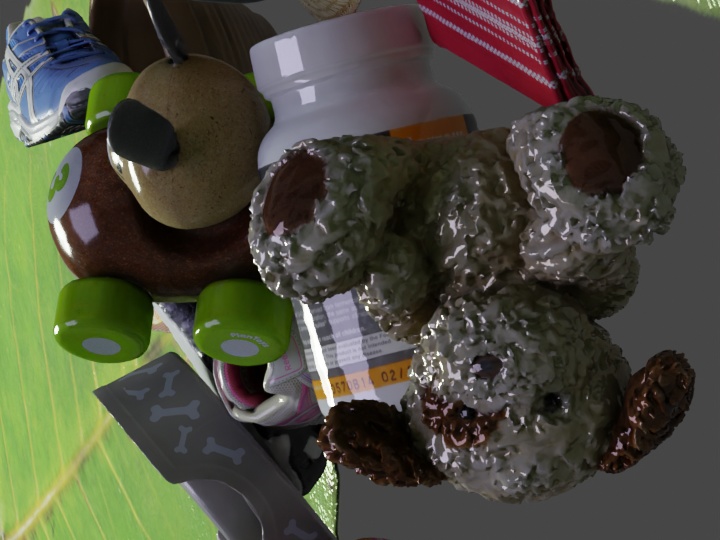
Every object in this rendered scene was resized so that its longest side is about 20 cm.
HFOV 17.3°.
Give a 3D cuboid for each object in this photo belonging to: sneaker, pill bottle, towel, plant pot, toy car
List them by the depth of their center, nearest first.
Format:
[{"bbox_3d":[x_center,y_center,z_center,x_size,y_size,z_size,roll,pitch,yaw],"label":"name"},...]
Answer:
[{"bbox_3d":[0.040,-0.171,1.101,0.145,0.022,0.200,38,156,56],"label":"towel"},{"bbox_3d":[0.012,-0.029,1.224,0.116,0.116,0.200,167,88,-70],"label":"pill bottle"},{"bbox_3d":[-0.108,-0.065,1.276,0.200,0.157,0.165,73,-160,-61],"label":"toy car"},{"bbox_3d":[-0.050,0.053,1.409,0.200,0.088,0.081,137,117,-66],"label":"sneaker"},{"bbox_3d":[-0.193,-0.124,1.503,0.200,0.076,0.077,7,114,68],"label":"sneaker"},{"bbox_3d":[-0.099,-0.106,1.509,0.201,0.093,0.201,167,90,-69],"label":"plant pot"}]

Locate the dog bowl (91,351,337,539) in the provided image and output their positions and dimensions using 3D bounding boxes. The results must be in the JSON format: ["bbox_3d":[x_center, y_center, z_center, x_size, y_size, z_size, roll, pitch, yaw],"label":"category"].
[{"bbox_3d":[-0.084,0.135,1.496,0.200,0.059,0.200,49,174,7],"label":"dog bowl"}]

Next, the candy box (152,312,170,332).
[{"bbox_3d":[-0.137,-0.057,1.700,0.117,0.056,0.200,-179,74,-69],"label":"candy box"}]

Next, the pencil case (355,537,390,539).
[{"bbox_3d":[0.037,0.207,1.365,0.200,0.087,0.088,-170,67,-69],"label":"pencil case"}]

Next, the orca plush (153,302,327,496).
[{"bbox_3d":[-0.075,0.051,1.573,0.200,0.071,0.105,50,164,4],"label":"orca plush"}]

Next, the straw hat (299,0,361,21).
[{"bbox_3d":[-0.069,-0.230,1.354,0.201,0.085,0.201,166,90,-70],"label":"straw hat"}]

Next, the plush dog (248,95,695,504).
[{"bbox_3d":[0.063,0.022,1.094,0.160,0.200,0.172,17,-114,-75],"label":"plush dog"}]

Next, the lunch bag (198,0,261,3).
[{"bbox_3d":[-0.072,-0.238,1.046,0.200,0.139,0.168,120,149,-48],"label":"lunch bag"}]
